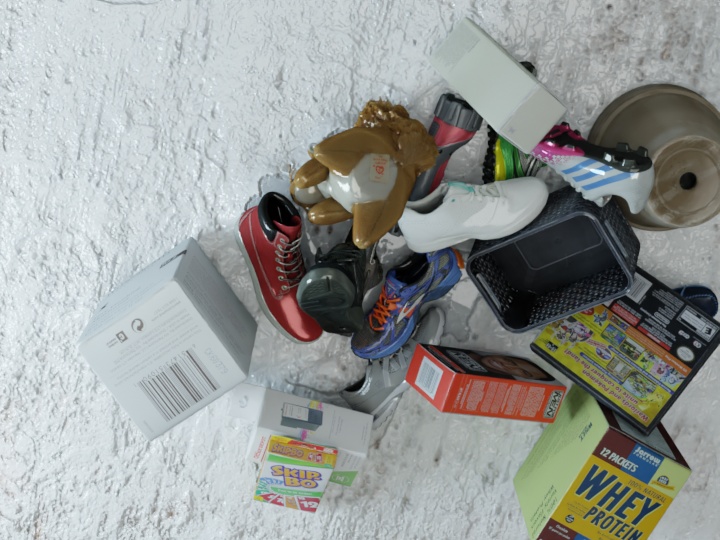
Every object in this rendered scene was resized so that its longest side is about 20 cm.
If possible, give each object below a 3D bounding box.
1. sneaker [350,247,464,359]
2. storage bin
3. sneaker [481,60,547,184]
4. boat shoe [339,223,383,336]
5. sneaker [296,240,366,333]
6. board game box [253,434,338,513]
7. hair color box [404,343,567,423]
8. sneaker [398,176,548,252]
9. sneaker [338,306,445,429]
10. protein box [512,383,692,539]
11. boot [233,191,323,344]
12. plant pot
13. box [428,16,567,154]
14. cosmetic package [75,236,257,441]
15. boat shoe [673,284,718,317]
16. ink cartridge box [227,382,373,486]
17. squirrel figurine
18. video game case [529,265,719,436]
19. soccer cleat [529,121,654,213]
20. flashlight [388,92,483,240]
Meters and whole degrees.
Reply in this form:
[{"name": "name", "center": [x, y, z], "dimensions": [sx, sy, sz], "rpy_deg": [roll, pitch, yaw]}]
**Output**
[{"name": "sneaker", "center": [0.051, 0.035, 1.716], "dimensions": [0.200, 0.075, 0.078], "rpy_deg": [-51, 138, 3]}, {"name": "storage bin", "center": [0.256, -0.018, 1.666], "dimensions": [0.199, 0.094, 0.136], "rpy_deg": [-24, 112, 30]}, {"name": "sneaker", "center": [0.214, -0.182, 1.678], "dimensions": [0.084, 0.078, 0.202], "rpy_deg": [0, 115, -8]}, {"name": "boat shoe", "center": [0.000, 0.001, 1.724], "dimensions": [0.066, 0.072, 0.202], "rpy_deg": [21, 110, -12]}, {"name": "sneaker", "center": [-0.036, 0.004, 1.604], "dimensions": [0.076, 0.200, 0.115], "rpy_deg": [-5, 72, 10]}, {"name": "board game box", "center": [-0.093, 0.287, 1.757], "dimensions": [0.095, 0.030, 0.201], "rpy_deg": [13, 145, -4]}, {"name": "hair color box", "center": [0.172, 0.155, 1.709], "dimensions": [0.199, 0.101, 0.062], "rpy_deg": [10, 106, -34]}, {"name": "sneaker", "center": [0.143, -0.087, 1.622], "dimensions": [0.198, 0.076, 0.089], "rpy_deg": [-19, 134, 8]}, {"name": "sneaker", "center": [0.046, 0.127, 1.754], "dimensions": [0.082, 0.075, 0.201], "rpy_deg": [35, 100, -5]}, {"name": "protein box", "center": [0.328, 0.286, 1.737], "dimensions": [0.134, 0.200, 0.199], "rpy_deg": [28, 103, -8]}, {"name": "boot", "center": [-0.093, -0.001, 1.656], "dimensions": [0.072, 0.144, 0.201], "rpy_deg": [-26, 89, -26]}, {"name": "plant pot", "center": [0.408, -0.133, 1.637], "dimensions": [0.198, 0.174, 0.202], "rpy_deg": [-1, 106, -2]}, {"name": "box", "center": [0.171, -0.237, 1.587], "dimensions": [0.068, 0.200, 0.082], "rpy_deg": [30, 108, -40]}, {"name": "cosmetic package", "center": [-0.252, 0.087, 1.673], "dimensions": [0.164, 0.200, 0.166], "rpy_deg": [-33, 105, 8]}, {"name": "boat shoe", "center": [0.410, 0.086, 1.751], "dimensions": [0.199, 0.069, 0.085], "rpy_deg": [-26, 104, 6]}, {"name": "ink cartridge box", "center": [-0.092, 0.230, 1.756], "dimensions": [0.198, 0.068, 0.117], "rpy_deg": [15, 146, -4]}, {"name": "squirrel figurine", "center": [-0.001, -0.133, 1.643], "dimensions": [0.200, 0.186, 0.142], "rpy_deg": [-38, 104, -20]}, {"name": "video game case", "center": [0.362, 0.093, 1.695], "dimensions": [0.200, 0.026, 0.181], "rpy_deg": [37, 81, 22]}, {"name": "soccer cleat", "center": [0.277, -0.127, 1.577], "dimensions": [0.070, 0.199, 0.087], "rpy_deg": [-29, 129, -36]}, {"name": "flashlight", "center": [0.104, -0.135, 1.690], "dimensions": [0.067, 0.068, 0.201], "rpy_deg": [24, 109, 13]}]
